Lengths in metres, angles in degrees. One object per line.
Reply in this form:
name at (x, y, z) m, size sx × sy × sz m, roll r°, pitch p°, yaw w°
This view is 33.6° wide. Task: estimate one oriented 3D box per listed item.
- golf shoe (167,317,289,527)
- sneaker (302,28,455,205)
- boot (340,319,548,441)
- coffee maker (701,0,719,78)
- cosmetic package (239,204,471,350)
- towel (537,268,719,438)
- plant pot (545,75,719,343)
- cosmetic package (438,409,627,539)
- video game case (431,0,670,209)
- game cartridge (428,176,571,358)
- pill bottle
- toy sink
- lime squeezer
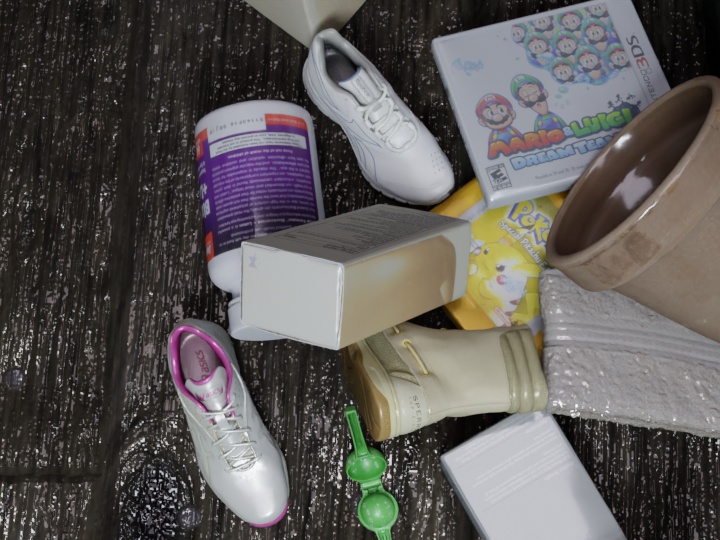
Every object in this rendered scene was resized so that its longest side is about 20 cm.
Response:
golf shoe at (-0.124, 0.133, 1.050) m, size 0.075 × 0.092 × 0.200 m, roll -26°, pitch 78°, yaw -4°
sneaker at (0.011, -0.141, 1.107) m, size 0.074 × 0.087 × 0.200 m, roll -41°, pitch 78°, yaw -7°
boot at (0.065, 0.068, 1.028) m, size 0.155 × 0.200 × 0.073 m, roll -8°, pitch 116°, yaw -9°
coffee maker at (0.344, -0.247, 1.029) m, size 0.135 × 0.200 × 0.192 m, roll -41°, pitch 57°, yaw -4°
cosmetic package at (0.000, 0.000, 0.995) m, size 0.105 × 0.200 × 0.071 m, roll 14°, pitch 109°, yaw 33°
towel at (0.249, 0.073, 1.029) m, size 0.200 × 0.034 × 0.133 m, roll 9°, pitch 62°, yaw -12°
plant pot at (0.281, -0.030, 0.979) m, size 0.175 × 0.200 × 0.200 m, roll 40°, pitch 82°, yaw -9°
cosmetic package at (0.159, 0.221, 1.013) m, size 0.107 × 0.090 × 0.200 m, roll -28°, pitch 79°, yaw -3°
video game case at (0.186, -0.162, 1.110) m, size 0.200 × 0.024 × 0.182 m, roll -15°, pitch 67°, yaw -5°
game cartridge at (0.159, -0.019, 1.097) m, size 0.200 × 0.032 × 0.176 m, roll -38°, pitch 77°, yaw -5°
pill bottle at (-0.087, -0.042, 1.078) m, size 0.111 × 0.111 × 0.200 m, roll -8°, pitch 76°, yaw 2°
toy sink at (-0.087, -0.327, 1.137) m, size 0.200 × 0.130 × 0.112 m, roll 38°, pitch 82°, yaw 12°
lime squeezer at (0.016, 0.199, 1.041) m, size 0.038 × 0.071 × 0.200 m, roll -18°, pitch 106°, yaw -17°
